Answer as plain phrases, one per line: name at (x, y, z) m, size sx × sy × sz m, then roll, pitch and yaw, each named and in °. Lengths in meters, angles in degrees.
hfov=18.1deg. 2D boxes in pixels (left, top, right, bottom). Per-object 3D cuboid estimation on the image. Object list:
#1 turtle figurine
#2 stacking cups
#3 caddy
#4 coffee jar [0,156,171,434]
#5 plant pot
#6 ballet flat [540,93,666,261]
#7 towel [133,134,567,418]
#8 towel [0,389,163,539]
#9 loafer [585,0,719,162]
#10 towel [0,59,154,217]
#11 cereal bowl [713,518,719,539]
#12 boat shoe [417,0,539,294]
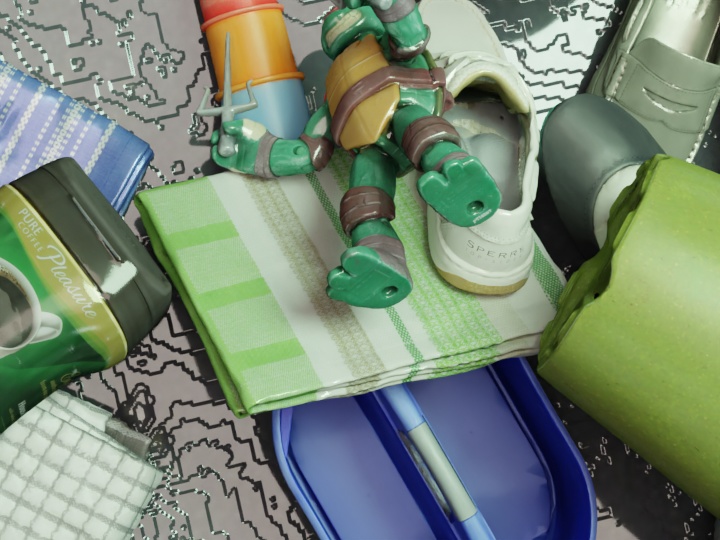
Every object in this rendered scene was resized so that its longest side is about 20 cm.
turtle figurine at (-0.001, -0.084, 1.111) m, size 0.100 × 0.201 × 0.150 m, roll 6°, pitch 132°, yaw -30°
stacking cups at (-0.046, -0.079, 1.219) m, size 0.060 × 0.061 × 0.201 m, roll -11°, pitch 85°, yaw -6°
caddy at (0.037, 0.104, 1.190) m, size 0.141 × 0.105 × 0.201 m, roll -31°, pitch 91°, yaw -7°
coffee jar at (-0.193, 0.036, 1.104) m, size 0.200 × 0.085 × 0.104 m, roll -36°, pitch 83°, yaw -15°
plant pot at (0.192, 0.042, 1.084) m, size 0.189 × 0.200 × 0.201 m, roll 29°, pitch 85°, yaw -1°
ballet flat at (0.160, -0.004, 1.191) m, size 0.073 × 0.073 × 0.201 m, roll -31°, pitch 116°, yaw -6°
towel at (0.000, 0.000, 1.150) m, size 0.199 × 0.031 × 0.150 m, roll -12°, pitch 53°, yaw -26°
towel at (-0.221, 0.123, 1.178) m, size 0.199 × 0.086 × 0.166 m, roll 26°, pitch 83°, yaw -3°
loafer at (0.164, -0.107, 1.229) m, size 0.070 × 0.070 × 0.201 m, roll 16°, pitch 87°, yaw -7°
towel at (-0.228, -0.051, 1.212) m, size 0.199 × 0.024 × 0.145 m, roll 29°, pitch 85°, yaw -4°
cereal bowl at (0.283, 0.150, 1.225) m, size 0.199 × 0.083 × 0.202 m, roll 0°, pitch 88°, yaw -5°
boat shoe at (0.062, -0.083, 1.173) m, size 0.070 × 0.070 × 0.201 m, roll 1°, pitch 49°, yaw -15°
